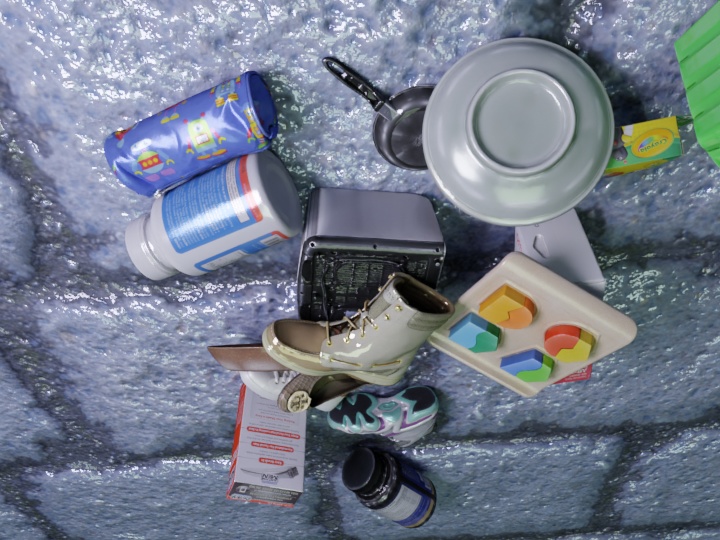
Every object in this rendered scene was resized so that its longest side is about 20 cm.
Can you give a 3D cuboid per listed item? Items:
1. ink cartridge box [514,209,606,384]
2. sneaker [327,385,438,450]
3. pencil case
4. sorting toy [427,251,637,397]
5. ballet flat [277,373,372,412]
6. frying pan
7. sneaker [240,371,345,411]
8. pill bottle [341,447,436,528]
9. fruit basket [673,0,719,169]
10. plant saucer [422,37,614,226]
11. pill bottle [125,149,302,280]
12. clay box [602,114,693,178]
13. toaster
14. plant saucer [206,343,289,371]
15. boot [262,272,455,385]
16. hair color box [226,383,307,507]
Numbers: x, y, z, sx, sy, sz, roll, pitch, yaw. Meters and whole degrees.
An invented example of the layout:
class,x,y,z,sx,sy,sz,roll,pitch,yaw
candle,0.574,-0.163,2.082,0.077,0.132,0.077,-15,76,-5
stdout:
class,x,y,z,sx,sy,sz,roll,pitch,yaw
ink cartridge box,0.263,0.038,0.820,0.083,0.146,0.201,-8,134,6
sneaker,0.046,0.286,1.095,0.199,0.078,0.140,-7,133,4
pencil case,-0.185,-0.146,0.669,0.199,0.078,0.087,-19,102,16
sorting toy,0.201,0.081,0.744,0.185,0.037,0.200,29,138,-8
ballet flat,-0.039,0.178,0.941,0.199,0.046,0.068,-13,126,-40
frying pan,0.053,-0.184,0.683,0.115,0.031,0.190,-24,133,17
sneaker,-0.099,0.170,0.989,0.199,0.073,0.085,22,127,-36
pill bottle,0.057,0.435,1.215,0.112,0.112,0.200,-31,127,25
fruit basket,0.431,-0.192,0.568,0.155,0.216,0.215,32,125,-29
plant saucer,0.162,-0.147,0.619,0.199,0.201,0.050,-11,177,8
pill bottle,-0.180,-0.060,0.730,0.199,0.113,0.112,-20,131,16
clay box,0.268,-0.128,0.687,0.199,0.115,0.048,-10,90,8
toaster,0.000,0.000,0.791,0.199,0.119,0.181,2,133,-5
plant saucer,-0.122,0.125,0.879,0.199,0.037,0.200,-1,175,0
boot,-0.003,0.064,0.721,0.199,0.072,0.155,16,132,-23
hair color box,-0.149,0.273,0.989,0.110,0.201,0.064,15,131,-16
